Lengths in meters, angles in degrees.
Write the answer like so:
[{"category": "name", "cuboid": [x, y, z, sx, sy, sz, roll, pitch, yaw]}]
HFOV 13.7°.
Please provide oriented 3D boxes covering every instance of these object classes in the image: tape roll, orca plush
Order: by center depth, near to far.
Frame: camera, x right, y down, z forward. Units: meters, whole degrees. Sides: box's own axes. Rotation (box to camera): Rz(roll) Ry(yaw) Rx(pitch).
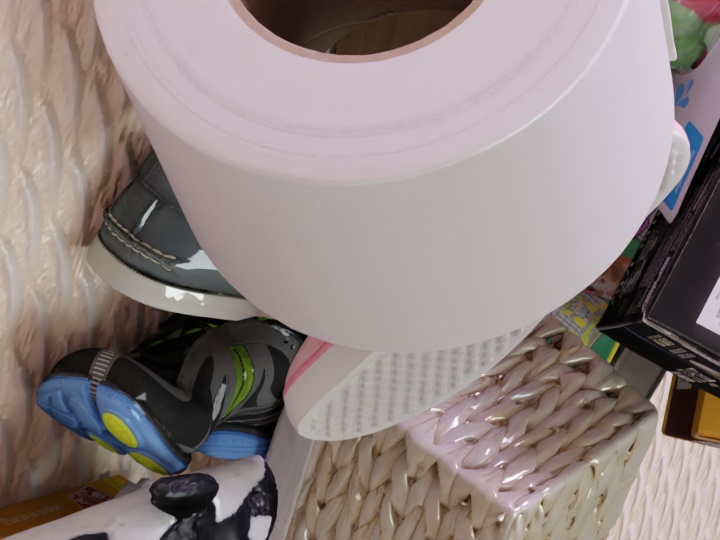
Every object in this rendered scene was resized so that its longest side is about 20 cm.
[{"category": "tape roll", "cuboid": [0.012, -0.088, 1.110, 0.203, 0.202, 0.139, -51, 155, -15]}, {"category": "orca plush", "cuboid": [-0.101, 0.131, 1.203, 0.105, 0.071, 0.200, -26, 172, 30]}]

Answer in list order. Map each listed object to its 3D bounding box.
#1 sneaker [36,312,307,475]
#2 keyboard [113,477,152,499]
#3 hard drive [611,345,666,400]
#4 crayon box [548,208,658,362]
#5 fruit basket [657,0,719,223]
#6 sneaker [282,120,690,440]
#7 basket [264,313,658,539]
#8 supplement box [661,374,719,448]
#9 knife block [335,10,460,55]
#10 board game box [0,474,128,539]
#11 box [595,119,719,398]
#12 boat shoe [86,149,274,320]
[{"category": "sneaker", "cuboid": [-0.073, 0.039, 1.274, 0.200, 0.071, 0.083, -2, 116, -68]}, {"category": "keyboard", "cuboid": [-0.150, 0.175, 1.292, 0.200, 0.011, 0.056, -51, 156, -12]}, {"category": "hard drive", "cuboid": [0.127, 0.059, 1.616, 0.132, 0.026, 0.200, -60, -175, 6]}, {"category": "crayon box", "cuboid": [0.130, -0.033, 1.487, 0.200, 0.058, 0.173, -63, 177, -10]}, {"category": "fruit basket", "cuboid": [0.138, -0.141, 1.320, 0.200, 0.094, 0.186, -109, -139, -65]}, {"category": "sneaker", "cuboid": [0.033, -0.024, 1.219, 0.200, 0.105, 0.075, -42, 149, 16]}, {"category": "basket", "cuboid": [0.035, 0.117, 1.358, 0.135, 0.123, 0.200, -30, 148, -45]}, {"category": "supplement box", "cuboid": [0.242, 0.002, 1.497, 0.200, 0.132, 0.198, 69, 34, -87]}, {"category": "knife block", "cuboid": [0.041, -0.168, 1.238, 0.200, 0.064, 0.176, -57, 156, -1]}, {"category": "board game box", "cuboid": [-0.159, 0.145, 1.281, 0.200, 0.030, 0.096, -9, 128, -56]}, {"category": "box", "cuboid": [0.194, -0.043, 1.315, 0.200, 0.086, 0.164, -62, -179, -4]}, {"category": "boat shoe", "cuboid": [-0.021, -0.016, 1.253, 0.200, 0.073, 0.062, 4, 117, -42]}]
